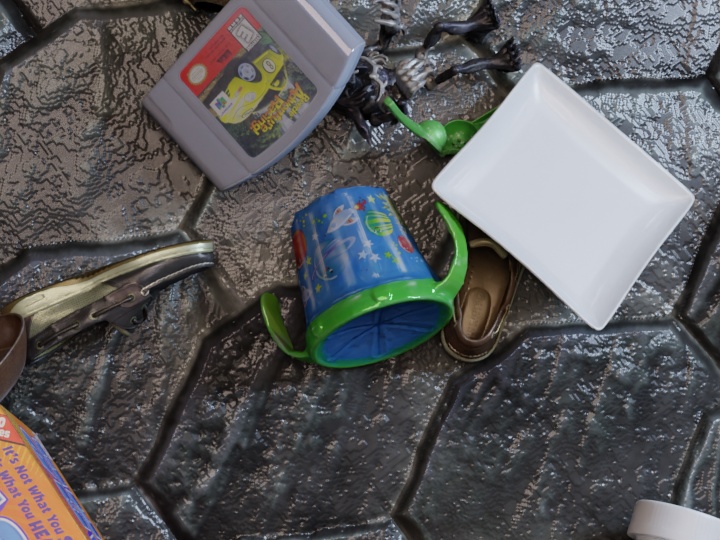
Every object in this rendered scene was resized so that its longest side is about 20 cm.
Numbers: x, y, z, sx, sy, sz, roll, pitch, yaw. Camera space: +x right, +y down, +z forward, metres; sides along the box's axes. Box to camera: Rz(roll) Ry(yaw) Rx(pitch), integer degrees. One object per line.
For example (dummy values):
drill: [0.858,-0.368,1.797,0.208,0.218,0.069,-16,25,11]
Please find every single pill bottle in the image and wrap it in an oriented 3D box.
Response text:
pill bottle: [0.255,0.307,1.645,0.109,0.110,0.201,17,78,2]

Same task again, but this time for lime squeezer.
lime squeezer: [0.084,-0.132,1.745,0.200,0.071,0.038,-8,64,-43]

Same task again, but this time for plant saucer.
plant saucer: [-0.363,0.113,1.646,0.200,0.200,0.035,-38,110,-8]

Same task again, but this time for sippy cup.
sippy cup: [0.000,0.000,1.702,0.177,0.140,0.131,-14,68,-13]

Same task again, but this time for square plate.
square plate: [0.183,-0.067,1.728,0.198,0.028,0.200,41,55,0]

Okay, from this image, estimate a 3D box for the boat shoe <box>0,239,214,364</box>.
boat shoe: [-0.221,0.028,1.720,0.200,0.072,0.066,-20,87,-3]

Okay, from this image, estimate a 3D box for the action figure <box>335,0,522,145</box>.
action figure: [0.040,-0.194,1.754,0.199,0.102,0.119,-19,64,-5]

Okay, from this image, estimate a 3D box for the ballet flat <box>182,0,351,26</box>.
ballet flat: [-0.101,-0.235,1.765,0.200,0.067,0.046,21,97,18]

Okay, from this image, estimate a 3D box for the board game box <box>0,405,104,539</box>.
board game box: [-0.319,0.260,1.596,0.200,0.200,0.200,-33,81,-8]

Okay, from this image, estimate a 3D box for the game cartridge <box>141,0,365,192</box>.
game cartridge: [-0.094,-0.171,1.726,0.133,0.041,0.200,46,115,2]

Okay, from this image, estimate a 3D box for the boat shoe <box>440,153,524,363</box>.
boat shoe: [0.121,-0.018,1.730,0.074,0.075,0.203,9,78,1]
